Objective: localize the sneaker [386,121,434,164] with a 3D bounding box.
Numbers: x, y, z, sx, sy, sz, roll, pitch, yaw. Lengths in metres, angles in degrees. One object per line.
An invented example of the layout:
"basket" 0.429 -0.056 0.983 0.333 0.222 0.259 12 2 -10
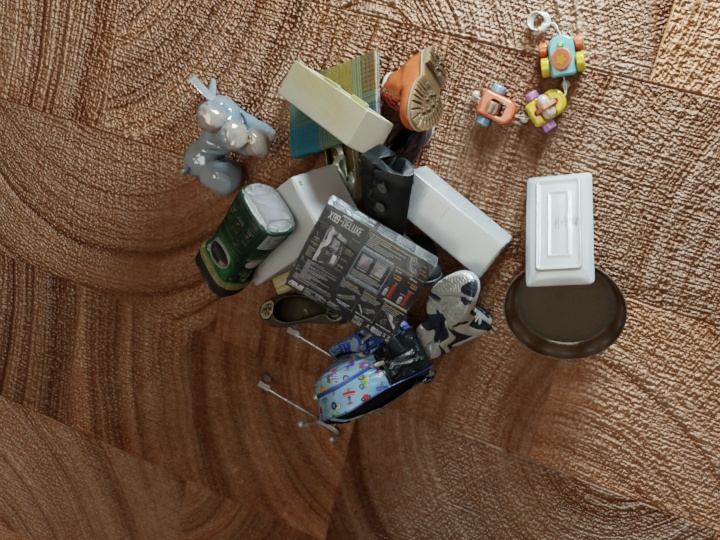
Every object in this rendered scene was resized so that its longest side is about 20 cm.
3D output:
"sneaker" 0.050 -0.183 1.300 0.075 0.115 0.202 30 109 8

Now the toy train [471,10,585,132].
"toy train" 0.272 -0.307 1.229 0.149 0.056 0.202 33 110 10

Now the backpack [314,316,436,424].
"backpack" 0.003 0.178 1.325 0.198 0.182 0.136 -26 86 -21

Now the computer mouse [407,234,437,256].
"computer mouse" 0.048 0.019 1.378 0.197 0.046 0.142 -11 103 18

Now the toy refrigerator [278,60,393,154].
"toy refrigerator" -0.042 -0.268 1.249 0.200 0.075 0.070 43 107 36

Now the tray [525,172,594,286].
"tray" 0.316 -0.071 1.217 0.106 0.022 0.203 -3 63 19

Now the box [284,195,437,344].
"box" 0.000 0.000 1.215 0.198 0.050 0.159 29 112 -2

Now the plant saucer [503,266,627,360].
"plant saucer" 0.337 0.060 1.264 0.197 0.032 0.202 9 126 13

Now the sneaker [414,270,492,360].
"sneaker" 0.179 0.063 1.294 0.080 0.128 0.201 46 137 31

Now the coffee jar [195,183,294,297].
"coffee jar" -0.198 -0.046 1.278 0.200 0.085 0.105 -45 71 38

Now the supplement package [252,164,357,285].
"supplement package" -0.116 -0.079 1.340 0.199 0.121 0.121 -31 88 40

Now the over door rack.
"over door rack" -0.096 0.217 1.463 0.199 0.067 0.149 34 109 10

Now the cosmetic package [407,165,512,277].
"cosmetic package" 0.154 -0.086 1.293 0.199 0.101 0.072 40 112 9

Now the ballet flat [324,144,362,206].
"ballet flat" -0.036 -0.207 1.355 0.070 0.071 0.203 -5 99 20

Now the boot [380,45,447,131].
"boot" 0.078 -0.280 1.244 0.106 0.201 0.075 -18 126 27

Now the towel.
"towel" -0.046 -0.282 1.317 0.198 0.022 0.149 -10 76 37

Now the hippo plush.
"hippo plush" -0.270 -0.227 1.386 0.199 0.159 0.162 39 110 8

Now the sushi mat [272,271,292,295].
"sushi mat" -0.094 -0.033 1.440 0.198 0.012 0.097 -26 91 23

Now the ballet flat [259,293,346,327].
"ballet flat" -0.112 0.074 1.425 0.197 0.046 0.068 1 75 29

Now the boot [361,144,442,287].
"boot" 0.069 -0.085 1.232 0.163 0.066 0.202 26 133 22
